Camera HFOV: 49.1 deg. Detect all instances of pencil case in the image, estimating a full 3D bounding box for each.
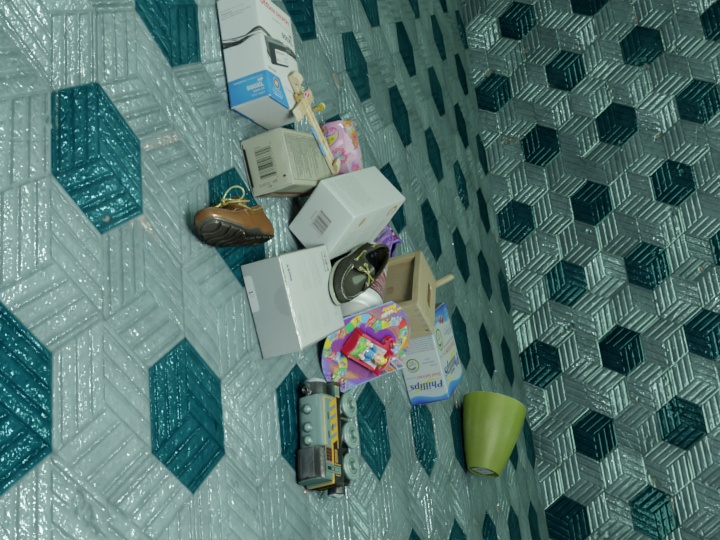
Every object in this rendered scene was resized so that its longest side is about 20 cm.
[{"bbox_3d":[-0.035,-0.220,1.699,0.087,0.086,0.204,-9,87,-69],"label":"pencil case"}]

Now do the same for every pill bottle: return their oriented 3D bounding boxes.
[{"bbox_3d":[-0.005,0.043,1.580,0.202,0.108,0.110,-81,150,-44],"label":"pill bottle"}]

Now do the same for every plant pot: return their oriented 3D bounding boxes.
[{"bbox_3d":[0.365,0.476,2.246,0.187,0.184,0.203,50,48,-50],"label":"plant pot"}]

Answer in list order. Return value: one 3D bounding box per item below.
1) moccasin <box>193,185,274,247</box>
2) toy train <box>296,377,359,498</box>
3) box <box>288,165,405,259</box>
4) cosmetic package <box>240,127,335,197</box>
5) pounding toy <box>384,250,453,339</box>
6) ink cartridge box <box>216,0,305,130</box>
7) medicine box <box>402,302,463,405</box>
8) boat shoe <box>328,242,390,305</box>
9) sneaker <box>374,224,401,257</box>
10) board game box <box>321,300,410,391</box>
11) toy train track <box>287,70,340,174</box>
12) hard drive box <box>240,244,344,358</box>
[{"bbox_3d":[-0.194,-0.082,1.209,0.201,0.073,0.079,-8,76,-67],"label":"moccasin"},{"bbox_3d":[-0.059,0.282,1.348,0.113,0.084,0.204,30,49,-50],"label":"toy train"},{"bbox_3d":[-0.023,-0.110,1.503,0.098,0.125,0.199,47,32,12],"label":"box"},{"bbox_3d":[-0.126,-0.191,1.428,0.199,0.086,0.106,-9,85,-68],"label":"cosmetic package"},{"bbox_3d":[0.097,0.057,1.733,0.202,0.181,0.143,-82,151,-44],"label":"pounding toy"},{"bbox_3d":[-0.176,-0.374,1.406,0.144,0.083,0.204,14,64,-68],"label":"ink cartridge box"},{"bbox_3d":[0.169,0.204,1.954,0.182,0.101,0.204,-29,104,-69],"label":"medicine box"},{"bbox_3d":[0.000,0.000,1.459,0.073,0.060,0.202,69,27,-18],"label":"boat shoe"},{"bbox_3d":[0.053,-0.085,1.842,0.080,0.082,0.204,-10,87,-69],"label":"sneaker"},{"bbox_3d":[0.022,0.152,1.489,0.039,0.197,0.161,36,-43,50],"label":"board game box"},{"bbox_3d":[-0.075,-0.271,1.441,0.115,0.032,0.202,-71,142,-54],"label":"toy train track"},{"bbox_3d":[-0.110,0.047,1.348,0.200,0.075,0.159,-18,94,-70],"label":"hard drive box"}]
